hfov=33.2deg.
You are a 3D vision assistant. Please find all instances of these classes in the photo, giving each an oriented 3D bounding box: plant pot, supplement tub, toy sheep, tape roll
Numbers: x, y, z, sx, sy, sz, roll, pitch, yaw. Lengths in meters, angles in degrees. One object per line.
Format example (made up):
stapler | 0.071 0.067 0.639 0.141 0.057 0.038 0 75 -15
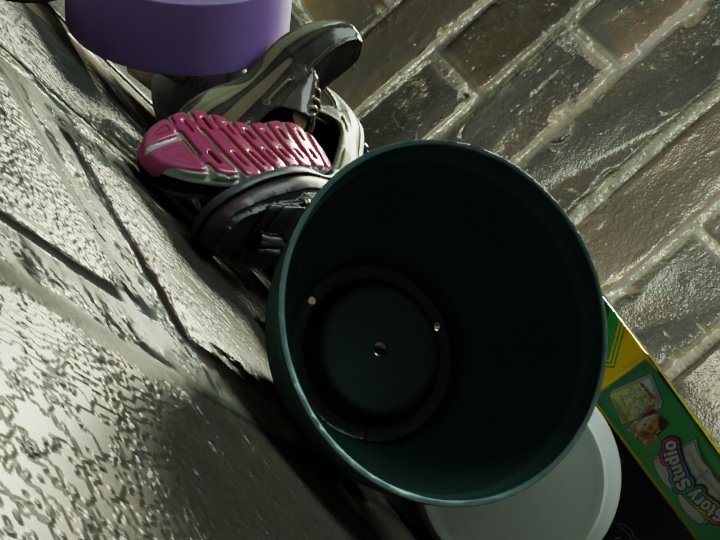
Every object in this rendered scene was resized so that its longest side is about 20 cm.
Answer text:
plant pot | 0.028 0.040 0.718 0.201 0.200 0.134 50 -23 -3
supplement tub | 0.113 0.144 0.865 0.145 0.144 0.200 51 4 12
toy sheep | -0.136 -0.168 1.114 0.138 0.138 0.199 51 18 15
tape roll | -0.158 -0.245 1.053 0.201 0.197 0.066 54 -36 45

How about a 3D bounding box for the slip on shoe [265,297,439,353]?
slip on shoe | 0.027 0.030 0.883 0.197 0.062 0.076 10 -8 -17

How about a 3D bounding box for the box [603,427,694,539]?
box | 0.188 0.212 1.065 0.201 0.148 0.107 50 4 -15

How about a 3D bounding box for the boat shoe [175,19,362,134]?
boat shoe | -0.068 -0.137 1.023 0.073 0.199 0.075 44 -21 19

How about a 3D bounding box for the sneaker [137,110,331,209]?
sneaker | -0.102 -0.064 0.913 0.074 0.088 0.199 47 25 19

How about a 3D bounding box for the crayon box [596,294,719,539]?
crayon box | 0.237 0.124 0.955 0.201 0.058 0.173 51 7 -16

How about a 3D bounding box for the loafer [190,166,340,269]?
loafer | -0.040 -0.034 0.892 0.063 0.072 0.199 49 30 17

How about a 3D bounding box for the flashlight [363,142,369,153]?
flashlight | -0.064 -0.128 1.198 0.199 0.067 0.069 35 -41 45

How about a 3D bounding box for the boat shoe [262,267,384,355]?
boat shoe | -0.015 0.040 0.952 0.200 0.072 0.065 48 37 13

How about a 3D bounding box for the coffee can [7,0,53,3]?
coffee can | -0.249 -0.300 0.827 0.201 0.146 0.146 53 5 36

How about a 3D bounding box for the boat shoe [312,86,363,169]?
boat shoe | -0.036 -0.113 1.069 0.203 0.071 0.061 -103 166 -48
